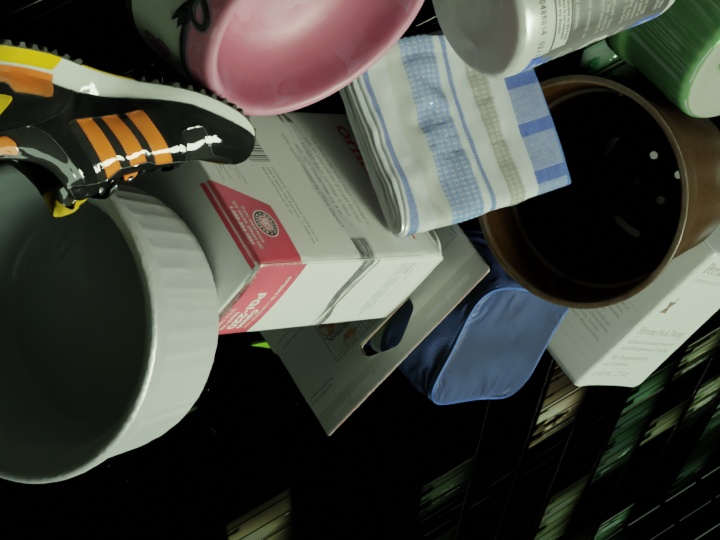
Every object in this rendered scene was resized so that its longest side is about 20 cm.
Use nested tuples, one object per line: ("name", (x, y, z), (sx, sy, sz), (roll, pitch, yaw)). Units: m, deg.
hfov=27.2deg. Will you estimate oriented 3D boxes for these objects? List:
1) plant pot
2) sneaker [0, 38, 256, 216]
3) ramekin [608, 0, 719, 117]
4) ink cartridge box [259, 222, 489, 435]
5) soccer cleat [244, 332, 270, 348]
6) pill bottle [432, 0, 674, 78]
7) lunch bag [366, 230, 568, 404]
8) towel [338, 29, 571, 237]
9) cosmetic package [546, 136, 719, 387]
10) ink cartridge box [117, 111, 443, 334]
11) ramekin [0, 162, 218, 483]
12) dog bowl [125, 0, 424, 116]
("plant pot", (0.238, -0.078, 1.352), (0.200, 0.201, 0.198), (-49, 160, 28))
("sneaker", (-0.155, -0.072, 0.882), (0.199, 0.091, 0.070), (13, 172, -36))
("ramekin", (0.322, -0.226, 1.285), (0.199, 0.098, 0.200), (-29, 155, -15))
("ink cartridge box", (0.000, 0.000, 1.175), (0.200, 0.177, 0.045), (-47, 154, 24))
("soccer cleat", (-0.040, 0.006, 1.279), (0.081, 0.068, 0.200), (-3, 142, -31))
("pill bottle", (0.158, -0.220, 1.060), (0.199, 0.114, 0.114), (-24, 154, -24))
("lunch bag", (0.097, 0.035, 1.433), (0.199, 0.132, 0.136), (3, 120, -54))
("towel", (0.073, -0.113, 1.116), (0.199, 0.148, 0.024), (-17, 177, -41))
("cosmetic package", (0.275, -0.005, 1.550), (0.200, 0.167, 0.167), (-47, 154, 21))
("ink cartridge box", (-0.056, -0.038, 1.067), (0.199, 0.146, 0.085), (-5, 145, -48))
("ramekin", (-0.189, 0.032, 0.966), (0.200, 0.201, 0.098), (-45, 162, 20))
("dog bowl", (-0.040, -0.179, 0.920), (0.199, 0.074, 0.200), (-29, 156, -14))
